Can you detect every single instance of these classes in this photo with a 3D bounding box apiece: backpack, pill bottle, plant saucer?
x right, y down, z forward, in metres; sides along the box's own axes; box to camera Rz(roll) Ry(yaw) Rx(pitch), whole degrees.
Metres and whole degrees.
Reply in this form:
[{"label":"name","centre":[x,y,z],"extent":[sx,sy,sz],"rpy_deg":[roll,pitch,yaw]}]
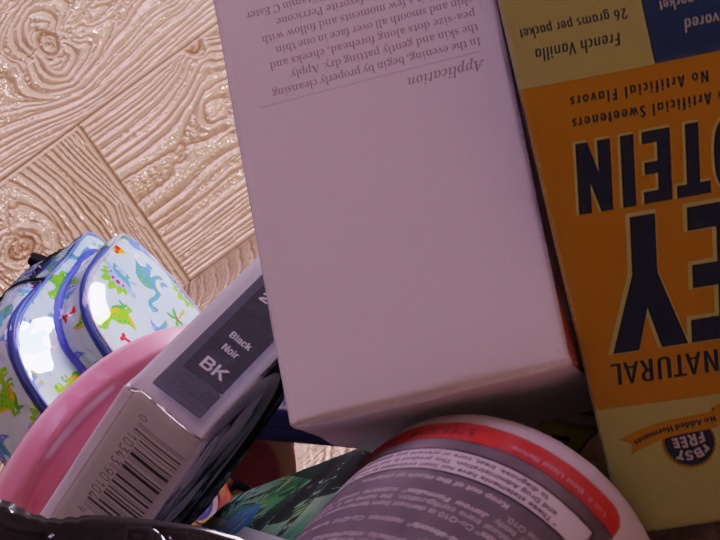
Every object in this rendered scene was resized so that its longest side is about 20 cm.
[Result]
[{"label":"backpack","centre":[-0.217,0.077,1.844],"extent":[0.147,0.183,0.200],"rpy_deg":[-32,13,34]},{"label":"pill bottle","centre":[0.004,0.139,0.682],"extent":[0.116,0.116,0.200],"rpy_deg":[-29,9,41]},{"label":"plant saucer","centre":[-0.103,0.125,1.170],"extent":[0.200,0.201,0.051],"rpy_deg":[-39,52,-24]}]

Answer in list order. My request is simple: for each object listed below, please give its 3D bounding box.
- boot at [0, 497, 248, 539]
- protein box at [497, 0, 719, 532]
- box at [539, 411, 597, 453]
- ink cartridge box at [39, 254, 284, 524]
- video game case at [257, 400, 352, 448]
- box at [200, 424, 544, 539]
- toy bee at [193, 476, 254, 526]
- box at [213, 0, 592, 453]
[{"label":"boot","centre":[-0.126,0.151,0.794],"extent":[0.198,0.152,0.073],"rpy_deg":[5,35,1]},{"label":"protein box","centre":[0.142,-0.050,0.777],"extent":[0.134,0.202,0.199],"rpy_deg":[-10,15,17]},{"label":"box","centre":[0.080,0.008,0.954],"extent":[0.137,0.038,0.200],"rpy_deg":[-51,-29,12]},{"label":"ink cartridge box","centre":[-0.064,0.059,0.946],"extent":[0.200,0.043,0.198],"rpy_deg":[-48,-5,-46]},{"label":"video game case","centre":[0.030,0.048,1.129],"extent":[0.142,0.019,0.199],"rpy_deg":[1,14,38]},{"label":"box","centre":[-0.031,0.121,0.893],"extent":[0.199,0.036,0.144],"rpy_deg":[-24,15,49]},{"label":"toy bee","centre":[-0.078,0.140,1.096],"extent":[0.199,0.109,0.131],"rpy_deg":[-24,-37,0]},{"label":"box","centre":[0.018,-0.047,0.796],"extent":[0.097,0.202,0.124],"rpy_deg":[-13,-11,12]}]
